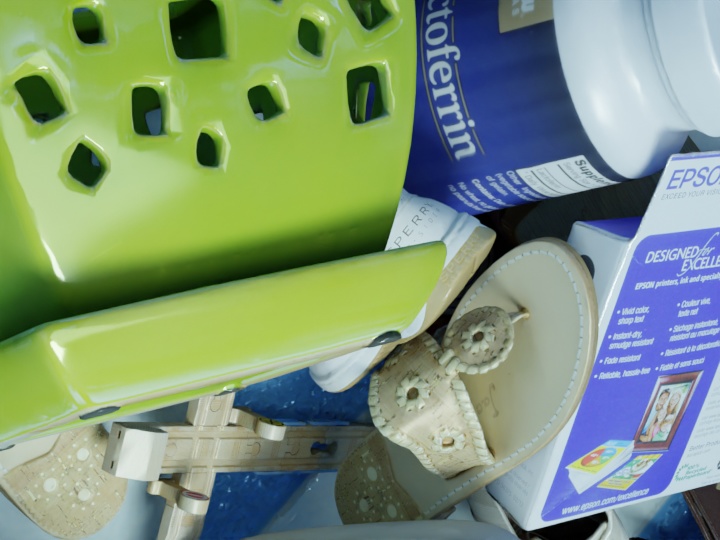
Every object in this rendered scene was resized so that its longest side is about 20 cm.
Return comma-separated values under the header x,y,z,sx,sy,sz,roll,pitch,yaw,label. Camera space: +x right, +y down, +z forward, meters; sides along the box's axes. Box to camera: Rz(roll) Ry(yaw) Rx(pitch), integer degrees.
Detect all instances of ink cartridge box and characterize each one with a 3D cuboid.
x,y,z,sx,sy,sz,roll,pitch,yaw,label
0.165,0.019,0.971,0.197,0.043,0.201,-6,125,-42,ink cartridge box

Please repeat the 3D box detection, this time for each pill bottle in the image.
x,y,z,sx,sy,sz,roll,pitch,yaw,label
0.081,-0.091,0.915,0.116,0.199,0.117,28,56,-52,pill bottle

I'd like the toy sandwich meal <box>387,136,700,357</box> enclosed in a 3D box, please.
x,y,z,sx,sy,sz,roll,pitch,yaw,label
0.102,-0.001,1.054,0.204,0.070,0.207,-12,112,-31,toy sandwich meal

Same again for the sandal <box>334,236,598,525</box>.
x,y,z,sx,sy,sz,roll,pitch,yaw,label
0.030,0.071,0.927,0.069,0.078,0.212,-16,153,-41,sandal

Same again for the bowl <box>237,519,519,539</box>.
x,y,z,sx,sy,sz,roll,pitch,yaw,label
0.016,0.206,0.968,0.075,0.199,0.201,-40,117,-60,bowl

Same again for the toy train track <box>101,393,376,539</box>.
x,y,z,sx,sy,sz,roll,pitch,yaw,label
-0.040,0.089,0.984,0.199,0.032,0.115,5,102,-50,toy train track

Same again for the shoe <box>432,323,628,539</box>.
x,y,z,sx,sy,sz,roll,pitch,yaw,label
0.088,0.118,1.031,0.070,0.053,0.201,-30,111,2,shoe

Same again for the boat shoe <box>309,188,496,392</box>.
x,y,z,sx,sy,sz,roll,pitch,yaw,label
0.000,0.000,0.919,0.069,0.200,0.071,39,68,-2,boat shoe

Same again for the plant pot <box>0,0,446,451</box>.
x,y,z,sx,sy,sz,roll,pitch,yaw,label
-0.090,-0.037,0.793,0.198,0.200,0.183,-12,85,-31,plant pot

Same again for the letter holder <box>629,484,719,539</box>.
x,y,z,sx,sy,sz,roll,pitch,yaw,label
0.221,0.209,1.198,0.100,0.143,0.200,-38,138,21,letter holder

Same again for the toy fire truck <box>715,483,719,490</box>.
x,y,z,sx,sy,sz,roll,pitch,yaw,label
0.265,0.020,1.155,0.200,0.128,0.177,-57,156,-64,toy fire truck

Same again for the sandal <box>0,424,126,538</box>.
x,y,z,sx,sy,sz,roll,pitch,yaw,label
-0.163,0.052,0.883,0.078,0.070,0.212,-48,126,-11,sandal
